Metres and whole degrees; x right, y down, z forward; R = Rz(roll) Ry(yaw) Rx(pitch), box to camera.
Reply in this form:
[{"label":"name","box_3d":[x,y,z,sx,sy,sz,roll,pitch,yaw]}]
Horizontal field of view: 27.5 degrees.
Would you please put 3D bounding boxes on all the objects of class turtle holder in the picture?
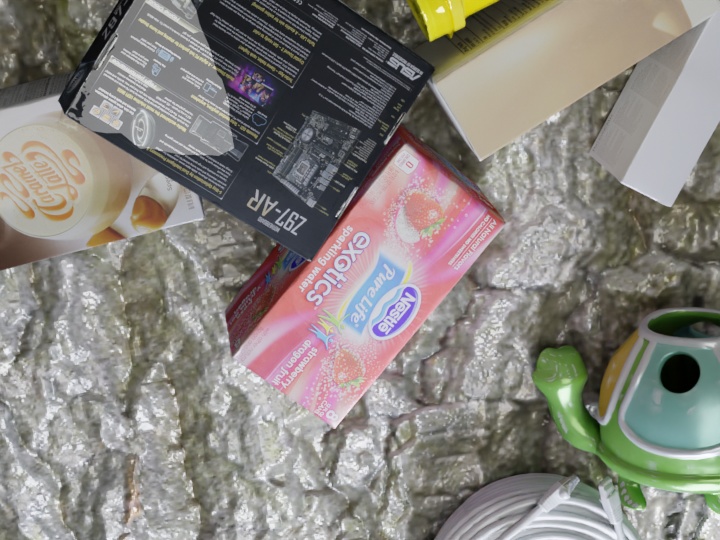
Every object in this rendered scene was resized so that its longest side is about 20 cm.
[{"label":"turtle holder","box_3d":[0.242,0.097,1.142,0.140,0.185,0.133,-22,115,-35]}]

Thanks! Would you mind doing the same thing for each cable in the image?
[{"label":"cable","box_3d":[0.142,0.265,1.209,0.199,0.069,0.201,-26,111,2]}]

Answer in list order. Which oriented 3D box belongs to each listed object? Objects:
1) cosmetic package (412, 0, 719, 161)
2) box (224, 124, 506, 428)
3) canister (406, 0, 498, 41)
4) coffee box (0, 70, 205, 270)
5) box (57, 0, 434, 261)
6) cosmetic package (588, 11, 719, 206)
[{"label":"cosmetic package","box_3d":[0.141,-0.169,1.041,0.199,0.105,0.071,-32,111,5]},{"label":"box","box_3d":[0.000,0.000,1.082,0.102,0.095,0.200,37,100,-19]},{"label":"canister","box_3d":[0.103,-0.265,0.988,0.199,0.087,0.149,-26,77,1]},{"label":"coffee box","box_3d":[-0.220,-0.072,1.033,0.199,0.080,0.115,-15,110,-3]},{"label":"box","box_3d":[-0.074,-0.124,0.980,0.199,0.044,0.161,30,97,-23]},{"label":"cosmetic package","box_3d":[0.244,-0.153,1.074,0.050,0.083,0.201,23,105,-18]}]
